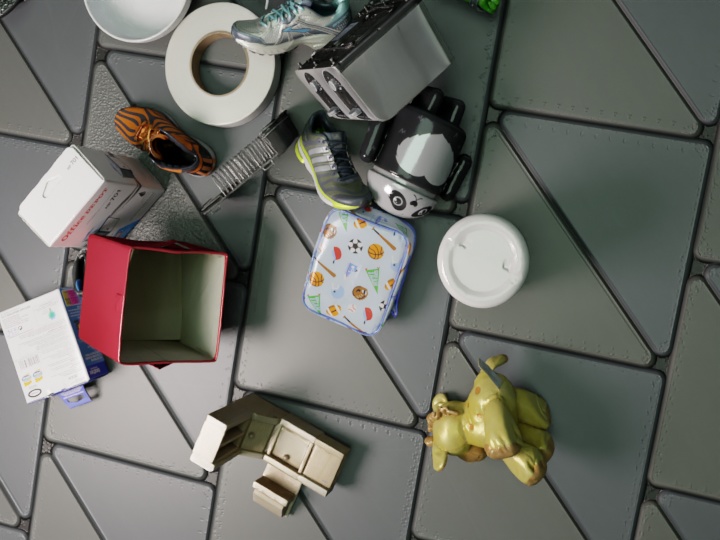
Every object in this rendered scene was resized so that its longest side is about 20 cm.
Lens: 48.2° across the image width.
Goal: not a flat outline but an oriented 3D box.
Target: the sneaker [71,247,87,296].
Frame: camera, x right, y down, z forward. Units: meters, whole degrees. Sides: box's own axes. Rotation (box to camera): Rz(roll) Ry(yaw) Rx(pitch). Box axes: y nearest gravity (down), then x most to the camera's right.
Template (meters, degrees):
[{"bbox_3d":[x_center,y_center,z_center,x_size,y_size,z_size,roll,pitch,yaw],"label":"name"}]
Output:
[{"bbox_3d":[-0.436,0.057,1.378,0.072,0.112,0.202,-26,87,13],"label":"sneaker"}]

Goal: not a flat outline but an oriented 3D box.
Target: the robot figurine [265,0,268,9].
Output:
[{"bbox_3d":[-0.155,-0.526,1.287,0.168,0.113,0.203,-21,88,22],"label":"robot figurine"}]

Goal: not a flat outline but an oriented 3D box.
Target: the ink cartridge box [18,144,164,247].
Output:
[{"bbox_3d":[-0.437,-0.116,1.323,0.086,0.200,0.147,45,101,7],"label":"ink cartridge box"}]

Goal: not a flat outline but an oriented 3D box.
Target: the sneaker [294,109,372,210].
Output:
[{"bbox_3d":[-0.043,-0.171,1.256,0.201,0.073,0.082,53,145,32],"label":"sneaker"}]

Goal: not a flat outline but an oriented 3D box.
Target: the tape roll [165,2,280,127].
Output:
[{"bbox_3d":[-0.231,-0.344,1.352,0.199,0.037,0.206,1,93,13],"label":"tape roll"}]

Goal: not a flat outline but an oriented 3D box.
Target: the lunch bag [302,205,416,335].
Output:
[{"bbox_3d":[0.000,0.000,1.284,0.158,0.076,0.202,21,113,6],"label":"lunch bag"}]

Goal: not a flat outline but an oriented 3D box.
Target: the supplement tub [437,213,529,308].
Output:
[{"bbox_3d":[0.187,-0.018,1.197,0.130,0.200,0.134,1,94,12],"label":"supplement tub"}]

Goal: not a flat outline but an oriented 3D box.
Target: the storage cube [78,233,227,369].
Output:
[{"bbox_3d":[-0.336,0.045,1.291,0.179,0.169,0.203,14,98,50],"label":"storage cube"}]

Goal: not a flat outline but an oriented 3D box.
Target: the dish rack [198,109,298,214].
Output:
[{"bbox_3d":[-0.186,-0.171,1.298,0.199,0.154,0.055,-37,102,13],"label":"dish rack"}]

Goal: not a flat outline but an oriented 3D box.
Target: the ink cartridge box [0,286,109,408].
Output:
[{"bbox_3d":[-0.538,0.146,1.422,0.135,0.076,0.203,-20,87,13],"label":"ink cartridge box"}]

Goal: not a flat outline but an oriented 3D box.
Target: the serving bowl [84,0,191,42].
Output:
[{"bbox_3d":[-0.366,-0.482,1.359,0.197,0.066,0.204,0,92,12],"label":"serving bowl"}]

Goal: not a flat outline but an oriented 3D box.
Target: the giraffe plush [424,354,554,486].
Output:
[{"bbox_3d":[0.182,0.244,1.247,0.161,0.173,0.201,-33,97,33],"label":"giraffe plush"}]

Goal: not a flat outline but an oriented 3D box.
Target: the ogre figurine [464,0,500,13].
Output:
[{"bbox_3d":[0.165,-0.503,1.231,0.118,0.098,0.203,6,105,0],"label":"ogre figurine"}]

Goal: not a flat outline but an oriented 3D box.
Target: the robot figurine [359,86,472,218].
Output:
[{"bbox_3d":[0.089,-0.181,1.246,0.149,0.125,0.202,27,99,16],"label":"robot figurine"}]

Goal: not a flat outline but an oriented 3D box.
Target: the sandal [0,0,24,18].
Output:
[{"bbox_3d":[-0.607,-0.513,1.426,0.075,0.045,0.200,45,86,1],"label":"sandal"}]

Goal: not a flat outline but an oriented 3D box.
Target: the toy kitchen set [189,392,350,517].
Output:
[{"bbox_3d":[-0.156,0.331,1.297,0.198,0.180,0.165,26,99,14],"label":"toy kitchen set"}]

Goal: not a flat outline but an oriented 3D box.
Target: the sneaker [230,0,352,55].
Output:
[{"bbox_3d":[-0.107,-0.399,1.269,0.197,0.087,0.078,-7,51,-11],"label":"sneaker"}]

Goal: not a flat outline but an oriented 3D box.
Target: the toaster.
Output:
[{"bbox_3d":[0.023,-0.316,1.201,0.200,0.180,0.119,-43,115,-11],"label":"toaster"}]

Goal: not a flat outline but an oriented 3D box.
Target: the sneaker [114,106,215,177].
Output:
[{"bbox_3d":[-0.341,-0.224,1.343,0.198,0.112,0.078,26,98,9],"label":"sneaker"}]
